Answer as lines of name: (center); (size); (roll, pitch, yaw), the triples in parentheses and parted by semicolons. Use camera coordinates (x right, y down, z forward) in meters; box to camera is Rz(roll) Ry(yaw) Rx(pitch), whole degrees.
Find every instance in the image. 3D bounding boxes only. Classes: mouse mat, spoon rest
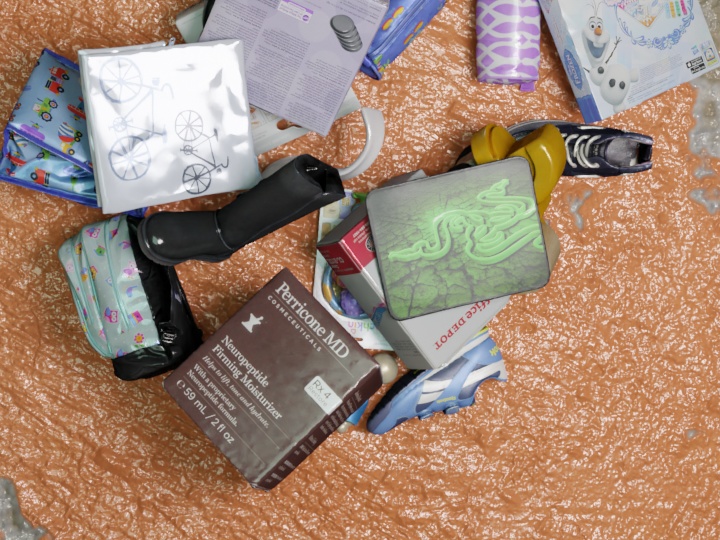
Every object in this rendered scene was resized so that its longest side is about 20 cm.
mouse mat: (0.115, -0.037, 1.523); (0.199, 0.008, 0.162); (-14, 102, -4)
spoon rest: (-0.050, -0.124, 1.579); (0.200, 0.099, 0.061); (-31, 72, 31)

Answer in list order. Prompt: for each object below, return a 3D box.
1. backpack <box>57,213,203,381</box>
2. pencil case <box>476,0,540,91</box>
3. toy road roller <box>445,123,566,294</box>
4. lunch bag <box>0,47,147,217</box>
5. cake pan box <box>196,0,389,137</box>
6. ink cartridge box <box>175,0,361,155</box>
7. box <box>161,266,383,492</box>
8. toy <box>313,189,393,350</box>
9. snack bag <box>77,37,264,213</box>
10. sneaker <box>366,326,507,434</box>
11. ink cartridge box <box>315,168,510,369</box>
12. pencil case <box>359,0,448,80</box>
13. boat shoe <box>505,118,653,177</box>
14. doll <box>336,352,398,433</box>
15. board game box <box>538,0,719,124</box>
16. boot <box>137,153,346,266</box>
backpack: (-0.279, 0.031, 1.581); (0.126, 0.167, 0.201); (-20, 86, -2)
pencil case: (0.187, -0.327, 1.615); (0.084, 0.085, 0.201); (6, 95, 34)
toy road roller: (0.199, -0.087, 1.581); (0.146, 0.123, 0.200); (-31, 100, 27)
lunch bag: (-0.316, -0.156, 1.567); (0.199, 0.151, 0.094); (21, 137, -10)
cake pan box: (-0.091, -0.279, 1.541); (0.199, 0.052, 0.185); (22, 114, -8)
ink cartridge box: (-0.110, -0.261, 1.606); (0.160, 0.047, 0.200); (-23, 115, 14)
box: (-0.099, 0.134, 1.543); (0.200, 0.164, 0.166); (-44, 80, -6)
toy: (0.000, 0.000, 1.642); (0.115, 0.047, 0.201); (5, 93, -2)
snack bag: (-0.218, -0.174, 1.512); (0.199, 0.021, 0.189); (-11, 105, -19)
sneaker: (0.098, 0.155, 1.645); (0.200, 0.074, 0.082); (-35, 97, 1)
ink cartridge box: (0.066, 0.002, 1.594); (0.146, 0.083, 0.200); (-42, 104, -22)
pencil case: (0.059, -0.327, 1.603); (0.078, 0.087, 0.200); (43, 92, -15)
boat shoe: (0.269, -0.153, 1.620); (0.199, 0.093, 0.075); (-1, 94, -3)
doll: (-0.050, 0.141, 1.649); (0.199, 0.048, 0.137); (-13, 90, -2)
board game box: (0.327, -0.309, 1.602); (0.199, 0.043, 0.200); (-25, 98, -22)
boot: (-0.137, -0.070, 1.510); (0.199, 0.165, 0.066); (-23, 80, 30)
